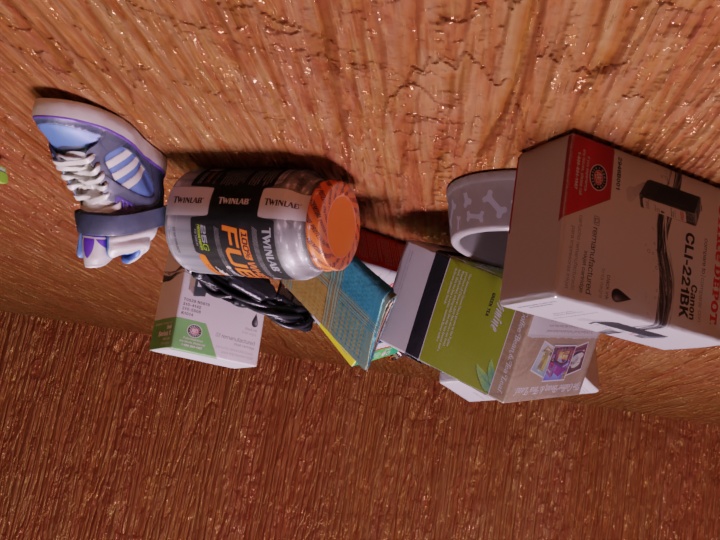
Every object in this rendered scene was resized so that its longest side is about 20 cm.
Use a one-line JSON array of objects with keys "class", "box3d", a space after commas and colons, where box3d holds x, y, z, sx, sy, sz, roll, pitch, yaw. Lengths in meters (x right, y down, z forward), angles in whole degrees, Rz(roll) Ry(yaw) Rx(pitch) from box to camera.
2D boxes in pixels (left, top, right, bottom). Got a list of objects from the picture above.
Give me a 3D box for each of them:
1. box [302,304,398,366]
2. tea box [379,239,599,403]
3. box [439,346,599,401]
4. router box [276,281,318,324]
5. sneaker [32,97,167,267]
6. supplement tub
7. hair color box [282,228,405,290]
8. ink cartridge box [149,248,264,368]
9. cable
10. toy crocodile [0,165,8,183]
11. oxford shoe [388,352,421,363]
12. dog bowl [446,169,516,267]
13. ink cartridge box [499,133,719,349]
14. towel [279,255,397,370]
[{"class": "box", "box3d": [-0.027, 0.043, 1.205, 0.200, 0.049, 0.117, 48, -149, 23]}, {"class": "tea box", "box3d": [0.166, 0.061, 1.006, 0.196, 0.135, 0.199, 25, -169, 37]}, {"class": "box", "box3d": [0.225, 0.095, 1.166, 0.199, 0.154, 0.106, -9, 153, 30]}, {"class": "router box", "box3d": [-0.038, 0.053, 1.374, 0.149, 0.063, 0.200, 16, -176, -26]}, {"class": "sneaker", "box3d": [-0.280, -0.080, 0.871, 0.080, 0.148, 0.200, 5, 167, 21]}, {"class": "supplement tub", "box3d": [-0.108, -0.053, 0.919, 0.198, 0.124, 0.122, 3, 166, 27]}, {"class": "hair color box", "box3d": [0.000, 0.000, 1.137, 0.199, 0.062, 0.101, 18, 137, -31]}, {"class": "ink cartridge box", "box3d": [-0.220, 0.035, 1.236, 0.145, 0.202, 0.084, 17, 163, -34]}, {"class": "cable", "box3d": [-0.154, 0.037, 1.129, 0.199, 0.051, 0.163, 29, 165, -25]}, {"class": "toy crocodile", "box3d": [-0.501, -0.139, 0.980, 0.067, 0.062, 0.200, 7, 168, 14]}, {"class": "oxford shoe", "box3d": [0.070, 0.173, 1.939, 0.198, 0.073, 0.071, 13, 168, -15]}, {"class": "dog bowl", "box3d": [0.186, -0.045, 0.876, 0.198, 0.059, 0.200, 9, 167, 2]}, {"class": "ink cartridge box", "box3d": [0.237, -0.019, 0.742, 0.199, 0.146, 0.084, 15, 167, -24]}, {"class": "towel", "box3d": [-0.040, 0.011, 1.005, 0.200, 0.022, 0.147, 44, 143, 23]}]
